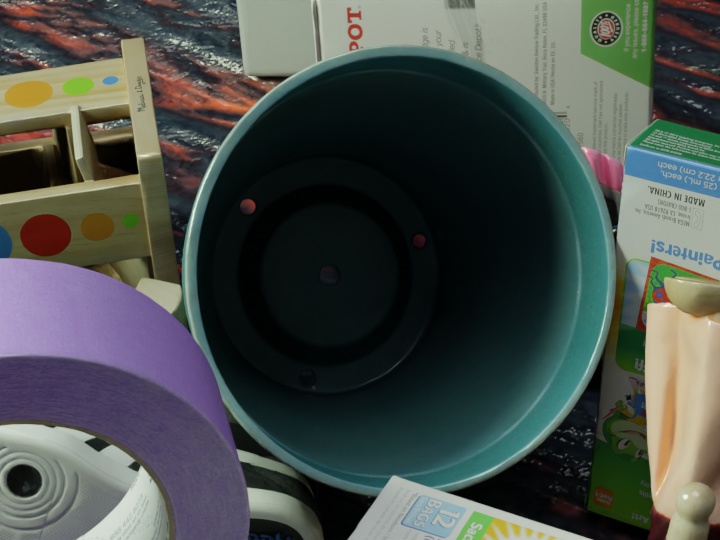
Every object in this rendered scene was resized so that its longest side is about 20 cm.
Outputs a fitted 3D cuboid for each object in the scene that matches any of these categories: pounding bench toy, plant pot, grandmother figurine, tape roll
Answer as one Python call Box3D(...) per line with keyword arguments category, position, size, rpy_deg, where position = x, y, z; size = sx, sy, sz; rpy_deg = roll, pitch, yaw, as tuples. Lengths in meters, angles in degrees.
Box3D(category="pounding bench toy", position=(-0.179, -0.015, 1.077), size=(0.155, 0.125, 0.201), rpy_deg=(-9, 38, -6))
Box3D(category="plant pot", position=(0.000, 0.000, 0.968), size=(0.199, 0.202, 0.188), rpy_deg=(-13, 3, -12))
Box3D(category="grandmother figurine", position=(0.142, 0.105, 0.860), size=(0.060, 0.202, 0.121), rpy_deg=(9, 2, 25))
Box3D(category="tape roll", position=(-0.148, 0.095, 0.812), size=(0.198, 0.201, 0.066), rpy_deg=(-11, 39, -10))

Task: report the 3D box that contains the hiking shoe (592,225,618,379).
Box3D(category="hiking shoe", position=(0.163, 0.018, 1.036), size=(0.198, 0.087, 0.075), rpy_deg=(3, 38, 9))

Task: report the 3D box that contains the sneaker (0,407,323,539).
Box3D(category="sneaker", position=(-0.117, 0.097, 0.951), size=(0.199, 0.074, 0.112), rpy_deg=(16, 20, -10))

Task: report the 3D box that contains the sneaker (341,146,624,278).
Box3D(category="sneaker", position=(0.070, -0.033, 1.130), size=(0.198, 0.080, 0.095), rpy_deg=(0, 4, -13))

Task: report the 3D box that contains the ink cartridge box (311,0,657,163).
Box3D(category="ink cartridge box", position=(0.075, -0.130, 1.187), size=(0.198, 0.147, 0.085), rpy_deg=(0, 36, 4))

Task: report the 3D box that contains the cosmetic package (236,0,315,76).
Box3D(category="cosmetic package", position=(0.021, -0.239, 1.316), size=(0.198, 0.166, 0.165), rpy_deg=(1, 36, 6))

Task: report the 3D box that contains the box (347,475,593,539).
Box3D(category="box", position=(0.019, 0.195, 0.806), size=(0.112, 0.102, 0.200), rpy_deg=(15, 41, 23))

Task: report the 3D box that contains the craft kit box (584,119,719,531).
Box3D(category="craft kit box", position=(0.209, 0.049, 0.900), size=(0.199, 0.199, 0.048), rpy_deg=(17, 28, 24))
